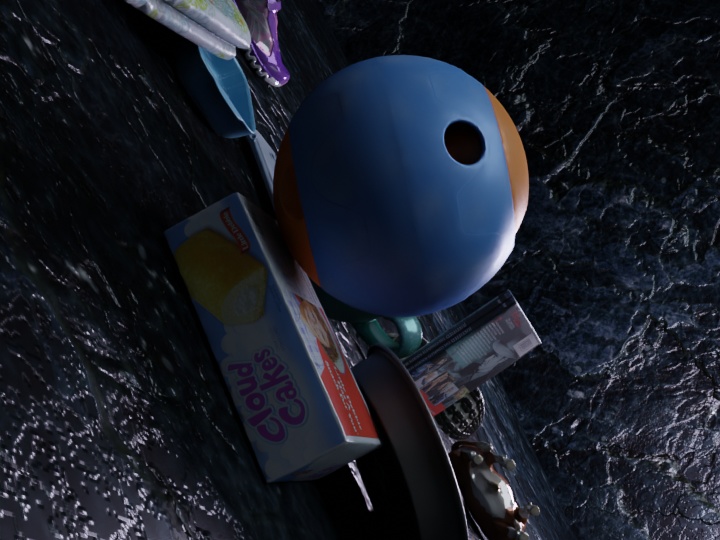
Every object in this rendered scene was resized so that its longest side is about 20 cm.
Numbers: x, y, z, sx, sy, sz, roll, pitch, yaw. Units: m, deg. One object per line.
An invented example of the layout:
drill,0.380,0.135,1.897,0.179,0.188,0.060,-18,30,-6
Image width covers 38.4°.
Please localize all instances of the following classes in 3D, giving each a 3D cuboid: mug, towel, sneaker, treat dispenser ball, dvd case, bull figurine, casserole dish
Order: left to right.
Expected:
towel,-0.201,-0.306,1.025,0.172,0.048,0.200,57,17,22
casserole dish,-0.163,-0.215,1.128,0.121,0.039,0.201,57,11,-34
sneaker,-0.151,-0.375,1.546,0.201,0.088,0.081,61,7,-14
mug,-0.008,-0.008,1.085,0.151,0.114,0.187,23,63,-29
treat dispenser ball,0.031,-0.065,0.807,0.202,0.200,0.201,59,9,-15
sneaker,0.098,0.149,1.419,0.200,0.077,0.089,51,-5,-23
dvd case,0.099,0.107,1.128,0.022,0.199,0.146,59,7,29
bull figurine,0.186,0.317,1.392,0.201,0.065,0.121,56,-25,6

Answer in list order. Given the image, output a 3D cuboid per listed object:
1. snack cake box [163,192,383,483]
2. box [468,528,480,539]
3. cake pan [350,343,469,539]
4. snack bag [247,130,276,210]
snack cake box,-0.063,0.053,0.776,0.201,0.067,0.115,65,7,16
box,0.099,0.315,0.998,0.200,0.044,0.161,50,14,-55
cake pan,0.031,0.162,0.865,0.200,0.036,0.202,161,-90,-76
snack bag,-0.075,-0.062,1.231,0.200,0.021,0.189,53,12,-51
